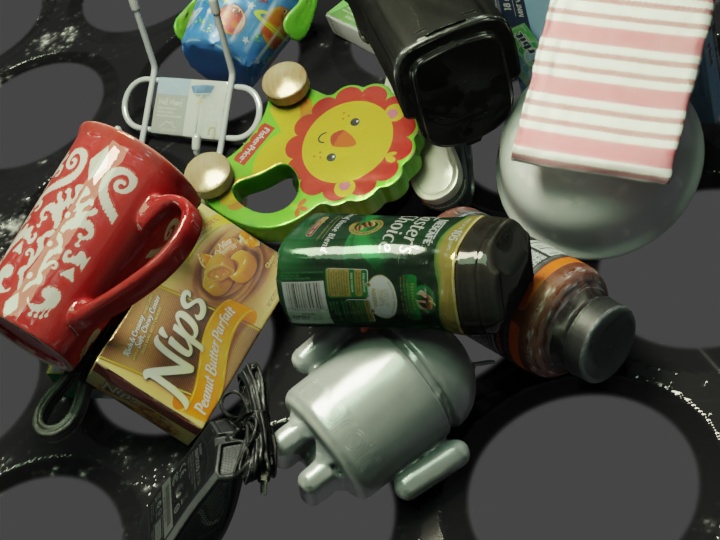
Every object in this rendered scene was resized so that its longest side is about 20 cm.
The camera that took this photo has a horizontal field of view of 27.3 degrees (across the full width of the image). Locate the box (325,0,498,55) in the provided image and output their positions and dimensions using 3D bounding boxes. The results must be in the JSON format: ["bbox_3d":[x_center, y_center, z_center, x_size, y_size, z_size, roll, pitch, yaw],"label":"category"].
[{"bbox_3d":[0.078,-0.318,1.698,0.200,0.036,0.144,-40,45,-16],"label":"box"}]

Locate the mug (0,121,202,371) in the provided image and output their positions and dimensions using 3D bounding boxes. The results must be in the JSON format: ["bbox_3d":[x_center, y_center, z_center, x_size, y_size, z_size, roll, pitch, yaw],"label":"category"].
[{"bbox_3d":[-0.249,-0.021,1.351,0.200,0.133,0.177,-58,18,-17],"label":"mug"}]

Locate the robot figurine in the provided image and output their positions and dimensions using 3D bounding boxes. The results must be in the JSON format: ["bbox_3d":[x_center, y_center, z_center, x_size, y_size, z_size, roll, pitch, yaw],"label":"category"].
[{"bbox_3d":[0.017,0.114,1.257,0.200,0.113,0.170,-38,78,-12],"label":"robot figurine"}]

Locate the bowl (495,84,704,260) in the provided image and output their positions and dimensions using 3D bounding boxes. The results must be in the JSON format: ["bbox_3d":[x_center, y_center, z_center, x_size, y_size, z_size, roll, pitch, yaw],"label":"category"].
[{"bbox_3d":[0.209,-0.118,1.360,0.200,0.090,0.202,-7,69,19],"label":"bowl"}]

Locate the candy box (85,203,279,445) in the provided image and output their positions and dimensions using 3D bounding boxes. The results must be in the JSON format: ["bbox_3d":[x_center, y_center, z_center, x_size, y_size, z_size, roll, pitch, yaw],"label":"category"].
[{"bbox_3d":[-0.156,0.049,1.396,0.115,0.055,0.200,33,59,-4],"label":"candy box"}]

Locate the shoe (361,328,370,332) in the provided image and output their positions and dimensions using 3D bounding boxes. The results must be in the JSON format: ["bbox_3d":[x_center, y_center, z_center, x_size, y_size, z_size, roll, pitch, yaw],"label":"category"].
[{"bbox_3d":[0.000,0.000,1.388,0.071,0.091,0.200,-24,44,1],"label":"shoe"}]

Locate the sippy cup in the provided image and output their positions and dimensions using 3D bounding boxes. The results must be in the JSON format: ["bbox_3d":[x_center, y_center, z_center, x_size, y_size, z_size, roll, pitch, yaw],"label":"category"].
[{"bbox_3d":[-0.137,-0.284,1.703,0.139,0.178,0.131,30,69,-8],"label":"sippy cup"}]

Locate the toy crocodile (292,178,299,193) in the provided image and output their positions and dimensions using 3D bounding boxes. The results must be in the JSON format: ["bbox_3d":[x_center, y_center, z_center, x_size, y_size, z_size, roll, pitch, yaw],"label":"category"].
[{"bbox_3d":[0.015,-0.135,1.532,0.200,0.062,0.067,-36,45,-12],"label":"toy crocodile"}]

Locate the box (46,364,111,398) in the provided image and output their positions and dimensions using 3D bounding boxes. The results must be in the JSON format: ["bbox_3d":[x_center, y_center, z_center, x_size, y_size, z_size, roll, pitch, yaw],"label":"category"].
[{"bbox_3d":[-0.224,0.036,1.488,0.117,0.048,0.201,-1,51,24],"label":"box"}]

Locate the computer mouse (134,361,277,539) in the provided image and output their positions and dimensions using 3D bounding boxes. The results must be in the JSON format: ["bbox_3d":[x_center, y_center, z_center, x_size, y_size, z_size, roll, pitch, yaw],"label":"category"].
[{"bbox_3d":[-0.122,0.187,1.249,0.200,0.053,0.139,-51,26,25],"label":"computer mouse"}]

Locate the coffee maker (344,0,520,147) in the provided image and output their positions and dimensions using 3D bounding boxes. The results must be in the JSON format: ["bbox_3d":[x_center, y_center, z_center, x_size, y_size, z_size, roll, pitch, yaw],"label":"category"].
[{"bbox_3d":[0.051,-0.240,1.387,0.135,0.192,0.200,-39,43,13],"label":"coffee maker"}]

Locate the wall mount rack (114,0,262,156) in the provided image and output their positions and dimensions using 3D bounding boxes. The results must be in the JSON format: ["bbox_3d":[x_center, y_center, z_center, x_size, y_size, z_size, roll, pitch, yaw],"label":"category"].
[{"bbox_3d":[-0.202,-0.213,1.648,0.199,0.074,0.175,8,90,30],"label":"wall mount rack"}]

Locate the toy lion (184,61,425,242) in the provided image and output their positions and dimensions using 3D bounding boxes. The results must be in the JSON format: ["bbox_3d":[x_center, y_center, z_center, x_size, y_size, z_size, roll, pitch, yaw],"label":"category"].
[{"bbox_3d":[-0.043,-0.107,1.449,0.191,0.069,0.200,30,72,30],"label":"toy lion"}]

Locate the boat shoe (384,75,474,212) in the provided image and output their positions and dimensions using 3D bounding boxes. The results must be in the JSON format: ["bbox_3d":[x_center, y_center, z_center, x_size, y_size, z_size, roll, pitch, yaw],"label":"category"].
[{"bbox_3d":[0.073,-0.141,1.486,0.073,0.062,0.201,-24,55,20],"label":"boat shoe"}]

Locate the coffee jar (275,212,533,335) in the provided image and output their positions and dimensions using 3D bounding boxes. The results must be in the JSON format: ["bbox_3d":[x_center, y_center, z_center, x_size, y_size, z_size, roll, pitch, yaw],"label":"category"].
[{"bbox_3d":[0.038,0.001,1.220,0.199,0.086,0.104,2,25,24],"label":"coffee jar"}]

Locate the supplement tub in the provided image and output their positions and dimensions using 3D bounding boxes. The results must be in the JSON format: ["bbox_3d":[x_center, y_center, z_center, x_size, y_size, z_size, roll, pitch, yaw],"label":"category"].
[{"bbox_3d":[0.141,0.025,1.291,0.107,0.107,0.200,-43,46,-18],"label":"supplement tub"}]

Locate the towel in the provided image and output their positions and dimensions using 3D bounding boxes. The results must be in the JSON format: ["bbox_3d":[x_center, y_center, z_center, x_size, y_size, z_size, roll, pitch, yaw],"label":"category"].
[{"bbox_3d":[0.226,-0.174,1.310,0.146,0.030,0.201,11,75,22],"label":"towel"}]

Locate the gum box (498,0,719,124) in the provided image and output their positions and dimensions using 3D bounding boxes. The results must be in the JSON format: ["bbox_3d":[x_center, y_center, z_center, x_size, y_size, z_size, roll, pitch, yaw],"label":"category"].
[{"bbox_3d":[0.242,-0.224,1.435,0.199,0.170,0.045,8,48,29],"label":"gum box"}]

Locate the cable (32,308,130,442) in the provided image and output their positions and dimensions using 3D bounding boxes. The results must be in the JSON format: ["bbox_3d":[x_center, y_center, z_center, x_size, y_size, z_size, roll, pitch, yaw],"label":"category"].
[{"bbox_3d":[-0.252,0.076,1.417,0.097,0.050,0.201,0,61,9],"label":"cable"}]
